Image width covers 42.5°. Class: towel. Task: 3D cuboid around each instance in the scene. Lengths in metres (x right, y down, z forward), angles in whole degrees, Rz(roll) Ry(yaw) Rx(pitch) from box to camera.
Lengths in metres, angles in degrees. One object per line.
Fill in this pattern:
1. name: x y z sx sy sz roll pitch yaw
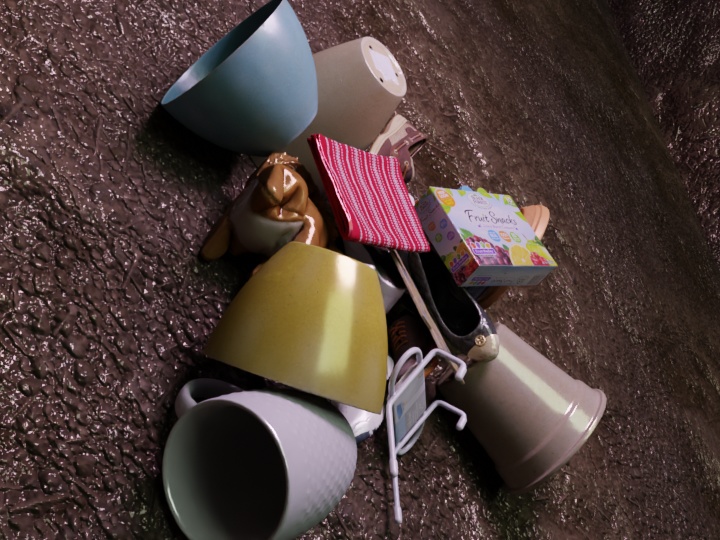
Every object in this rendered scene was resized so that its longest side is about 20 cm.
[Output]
1. towel: 0.015 -0.095 1.175 0.199 0.022 0.146 7 59 -56

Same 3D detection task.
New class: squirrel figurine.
1. squirrel figurine: -0.068 -0.041 1.133 0.186 0.141 0.201 40 28 -16

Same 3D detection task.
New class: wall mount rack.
1. wall mount rack: 0.065 0.195 1.120 0.174 0.074 0.201 -47 149 -29

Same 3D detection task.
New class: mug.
1. mug: -0.102 0.175 0.926 0.199 0.149 0.175 36 17 24

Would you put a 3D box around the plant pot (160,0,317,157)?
1. plant pot: -0.131 -0.222 1.157 0.135 0.199 0.201 49 32 -22

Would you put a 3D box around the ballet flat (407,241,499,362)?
1. ballet flat: 0.123 0.043 1.280 0.201 0.066 0.057 55 0 21

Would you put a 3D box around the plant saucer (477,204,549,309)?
1. plant saucer: 0.236 -0.028 1.523 0.037 0.201 0.201 34 35 -6

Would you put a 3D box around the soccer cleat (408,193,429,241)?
1. soccer cleat: 0.034 -0.108 1.377 0.085 0.069 0.200 2 39 -44

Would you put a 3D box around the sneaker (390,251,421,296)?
1. sneaker: 0.084 0.017 1.391 0.201 0.070 0.080 53 38 3

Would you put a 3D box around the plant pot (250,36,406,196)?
1. plant pot: -0.040 -0.228 1.286 0.187 0.199 0.189 35 37 -33

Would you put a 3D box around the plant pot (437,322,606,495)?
1. plant pot: 0.216 0.185 1.335 0.183 0.200 0.201 44 32 -2

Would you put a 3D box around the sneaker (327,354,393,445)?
1. sneaker: -0.030 0.121 1.116 0.130 0.079 0.200 48 32 -14

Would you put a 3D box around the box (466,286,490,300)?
1. box: 0.186 -0.015 1.484 0.040 0.137 0.201 35 36 -7

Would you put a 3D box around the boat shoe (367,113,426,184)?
1. boat shoe: 0.046 -0.153 1.326 0.071 0.072 0.200 29 39 2

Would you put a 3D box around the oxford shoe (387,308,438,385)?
1. oxford shoe: 0.059 0.108 1.252 0.073 0.071 0.200 54 13 -7

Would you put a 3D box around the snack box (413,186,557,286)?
1. snack box: 0.181 -0.047 1.344 0.199 0.053 0.143 0 50 -47

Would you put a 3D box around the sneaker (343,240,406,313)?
1. sneaker: 0.000 0.000 1.290 0.072 0.085 0.201 21 24 -23

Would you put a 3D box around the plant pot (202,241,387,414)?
1. plant pot: -0.050 0.054 0.983 0.199 0.199 0.143 26 80 -42

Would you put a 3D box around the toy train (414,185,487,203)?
1. toy train: 0.173 -0.100 1.562 0.199 0.115 0.085 -12 74 -57

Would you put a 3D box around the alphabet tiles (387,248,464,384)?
1. alphabet tiles: 0.086 0.054 1.249 0.167 0.006 0.201 55 9 -50
